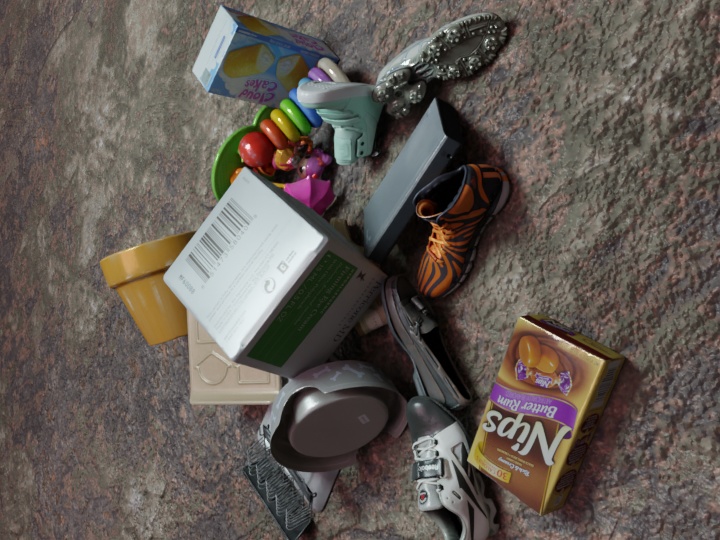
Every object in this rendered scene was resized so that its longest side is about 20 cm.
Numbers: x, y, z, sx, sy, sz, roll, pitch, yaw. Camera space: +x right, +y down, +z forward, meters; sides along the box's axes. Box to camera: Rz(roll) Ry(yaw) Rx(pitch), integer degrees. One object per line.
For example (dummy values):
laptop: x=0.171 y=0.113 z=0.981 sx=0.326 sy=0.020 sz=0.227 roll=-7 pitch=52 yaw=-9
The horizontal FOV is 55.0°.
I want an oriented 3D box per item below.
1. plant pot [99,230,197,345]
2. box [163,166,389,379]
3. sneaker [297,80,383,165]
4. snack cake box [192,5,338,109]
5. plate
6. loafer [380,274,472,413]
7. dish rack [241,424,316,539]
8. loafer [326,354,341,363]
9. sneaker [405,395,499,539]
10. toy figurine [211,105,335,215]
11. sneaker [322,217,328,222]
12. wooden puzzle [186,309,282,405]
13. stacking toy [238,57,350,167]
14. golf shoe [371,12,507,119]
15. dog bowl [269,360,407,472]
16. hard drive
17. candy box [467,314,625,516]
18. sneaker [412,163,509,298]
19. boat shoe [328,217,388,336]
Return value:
plant pot: x=-0.376 y=0.040 z=1.341 sx=0.200 sy=0.200 sz=0.184 roll=-16 pitch=92 yaw=44
box: x=-0.115 y=0.010 z=0.949 sx=0.200 sy=0.171 sz=0.199 roll=41 pitch=96 yaw=35
sneaker: x=-0.023 y=-0.204 z=0.976 sx=0.074 sy=0.200 sz=0.119 roll=15 pitch=108 yaw=26
snack cake box: x=-0.148 y=-0.326 z=1.094 sx=0.067 sy=0.200 sz=0.115 roll=53 pitch=124 yaw=32
plate: x=-0.100 y=0.263 z=1.147 sx=0.199 sy=0.032 sz=0.200 roll=38 pitch=116 yaw=39
loafer: x=0.093 y=0.093 z=0.920 sx=0.063 sy=0.072 sz=0.200 roll=-25 pitch=85 yaw=41
dish rack: x=-0.128 y=0.334 z=1.090 sx=0.153 sy=0.054 sz=0.200 roll=48 pitch=153 yaw=23
loafer: x=-0.076 y=0.148 z=1.057 sx=0.200 sy=0.070 sz=0.075 roll=47 pitch=155 yaw=10
sneaker: x=0.101 y=0.257 z=0.868 sx=0.074 sy=0.088 sz=0.200 roll=-35 pitch=78 yaw=43
toy figurine: x=-0.114 y=-0.162 z=1.136 sx=0.184 sy=0.150 sz=0.200 roll=26 pitch=83 yaw=29
sneaker: x=-0.100 y=0.010 z=1.112 sx=0.074 sy=0.087 sz=0.200 roll=33 pitch=112 yaw=45
wooden puzzle: x=-0.214 y=0.129 z=1.195 sx=0.185 sy=0.046 sz=0.201 roll=-5 pitch=81 yaw=24
stacking toy: x=-0.105 y=-0.234 z=1.063 sx=0.200 sy=0.085 sz=0.085 roll=-39 pitch=55 yaw=-3
golf shoe: x=0.099 y=-0.295 z=0.931 sx=0.200 sy=0.078 sz=0.097 roll=-25 pitch=42 yaw=27
dog bowl: x=-0.034 y=0.203 z=0.972 sx=0.200 sy=0.200 sz=0.059 roll=-54 pitch=39 yaw=30
hard drive: x=0.066 y=-0.122 z=0.939 sx=0.200 sy=0.033 sz=0.140 roll=-57 pitch=17 yaw=29
candy box: x=0.212 y=0.166 z=0.810 sx=0.117 sy=0.056 sz=0.201 roll=30 pitch=111 yaw=42
sneaker: x=0.102 y=-0.052 z=0.890 sx=0.078 sy=0.112 sz=0.200 roll=43 pitch=119 yaw=38
boat shoe: x=0.000 y=0.000 z=1.035 sx=0.065 sy=0.072 sz=0.200 roll=-21 pitch=57 yaw=6
